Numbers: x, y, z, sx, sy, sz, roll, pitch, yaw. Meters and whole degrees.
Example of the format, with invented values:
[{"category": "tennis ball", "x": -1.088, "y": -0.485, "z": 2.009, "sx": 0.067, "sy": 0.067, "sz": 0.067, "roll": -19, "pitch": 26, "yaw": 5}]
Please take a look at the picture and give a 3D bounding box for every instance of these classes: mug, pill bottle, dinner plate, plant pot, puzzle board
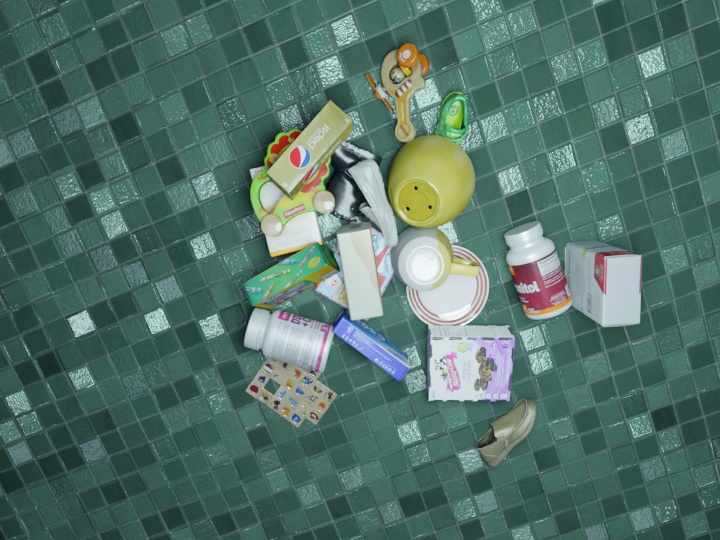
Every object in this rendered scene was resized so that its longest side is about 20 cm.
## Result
[{"category": "mug", "x": 0.155, "y": -0.028, "z": 1.208, "sx": 0.184, "sy": 0.153, "sz": 0.152, "roll": -23, "pitch": 95, "yaw": 7}, {"category": "pill bottle", "x": 0.400, "y": -0.001, "z": 1.250, "sx": 0.111, "sy": 0.113, "sz": 0.203, "roll": -21, "pitch": 99, "yaw": 6}, {"category": "dinner plate", "x": 0.207, "y": 0.039, "z": 1.308, "sx": 0.195, "sy": 0.024, "sz": 0.205, "roll": 0, "pitch": 102, "yaw": 1}, {"category": "pill bottle", "x": -0.167, "y": 0.161, "z": 1.297, "sx": 0.196, "sy": 0.113, "sz": 0.116, "roll": 16, "pitch": 101, "yaw": -2}, {"category": "plant pot", "x": 0.137, "y": -0.172, "z": 1.173, "sx": 0.196, "sy": 0.142, "sz": 0.204, "roll": 9, "pitch": 119, "yaw": 17}, {"category": "puzzle board", "x": 0.000, "y": -0.001, "z": 1.310, "sx": 0.149, "sy": 0.017, "sz": 0.203, "roll": 28, "pitch": 100, "yaw": -4}]

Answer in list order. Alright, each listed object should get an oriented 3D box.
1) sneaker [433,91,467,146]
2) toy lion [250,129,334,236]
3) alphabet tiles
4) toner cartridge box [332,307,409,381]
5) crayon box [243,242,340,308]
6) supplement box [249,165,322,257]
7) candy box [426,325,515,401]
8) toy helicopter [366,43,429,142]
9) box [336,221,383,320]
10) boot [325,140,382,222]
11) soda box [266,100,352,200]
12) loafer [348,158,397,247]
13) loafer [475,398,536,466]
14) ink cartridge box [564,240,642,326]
[{"category": "sneaker", "x": 0.192, "y": -0.293, "z": 1.212, "sx": 0.072, "sy": 0.084, "sz": 0.205, "roll": 8, "pitch": 102, "yaw": 0}, {"category": "toy lion", "x": -0.150, "y": -0.195, "z": 1.182, "sx": 0.197, "sy": 0.069, "sz": 0.195, "roll": -24, "pitch": 93, "yaw": 1}, {"category": "alphabet tiles", "x": -0.164, "y": 0.294, "z": 1.378, "sx": 0.198, "sy": 0.008, "sz": 0.168, "roll": 35, "pitch": 100, "yaw": -6}, {"category": "toner cartridge box", "x": 0.026, "y": 0.174, "z": 1.304, "sx": 0.199, "sy": 0.095, "sz": 0.043, "roll": 37, "pitch": 100, "yaw": -6}, {"category": "crayon box", "x": -0.155, "y": 0.016, "z": 1.256, "sx": 0.197, "sy": 0.119, "sz": 0.059, "roll": -28, "pitch": 77, "yaw": 8}, {"category": "supplement box", "x": -0.166, "y": -0.146, "z": 1.254, "sx": 0.123, "sy": 0.074, "sz": 0.204, "roll": -11, "pitch": 100, "yaw": 1}, {"category": "candy box", "x": 0.258, "y": 0.222, "z": 1.308, "sx": 0.195, "sy": 0.072, "sz": 0.171, "roll": -1, "pitch": 110, "yaw": 2}, {"category": "toy helicopter", "x": 0.082, "y": -0.380, "z": 1.196, "sx": 0.130, "sy": 0.078, "sz": 0.205, "roll": -6, "pitch": 87, "yaw": 28}, {"category": "box", "x": 0.000, "y": 0.000, "z": 1.248, "sx": 0.076, "sy": 0.095, "sz": 0.204, "roll": -8, "pitch": 107, "yaw": 3}, {"category": "boot", "x": -0.056, "y": -0.213, "z": 1.242, "sx": 0.195, "sy": 0.073, "sz": 0.165, "roll": 23, "pitch": 100, "yaw": -8}, {"category": "soda box", "x": -0.101, "y": -0.245, "z": 1.124, "sx": 0.064, "sy": 0.068, "sz": 0.201, "roll": 39, "pitch": 85, "yaw": 3}, {"category": "loafer", "x": 0.030, "y": -0.142, "z": 1.207, "sx": 0.069, "sy": 0.070, "sz": 0.203, "roll": -20, "pitch": 104, "yaw": 1}, {"category": "loafer", "x": 0.357, "y": 0.393, "z": 1.348, "sx": 0.067, "sy": 0.076, "sz": 0.202, "roll": 31, "pitch": 100, "yaw": -11}, {"category": "ink cartridge box", "x": 0.528, "y": 0.021, "z": 1.207, "sx": 0.081, "sy": 0.200, "sz": 0.149, "roll": -4, "pitch": 102, "yaw": 0}]
